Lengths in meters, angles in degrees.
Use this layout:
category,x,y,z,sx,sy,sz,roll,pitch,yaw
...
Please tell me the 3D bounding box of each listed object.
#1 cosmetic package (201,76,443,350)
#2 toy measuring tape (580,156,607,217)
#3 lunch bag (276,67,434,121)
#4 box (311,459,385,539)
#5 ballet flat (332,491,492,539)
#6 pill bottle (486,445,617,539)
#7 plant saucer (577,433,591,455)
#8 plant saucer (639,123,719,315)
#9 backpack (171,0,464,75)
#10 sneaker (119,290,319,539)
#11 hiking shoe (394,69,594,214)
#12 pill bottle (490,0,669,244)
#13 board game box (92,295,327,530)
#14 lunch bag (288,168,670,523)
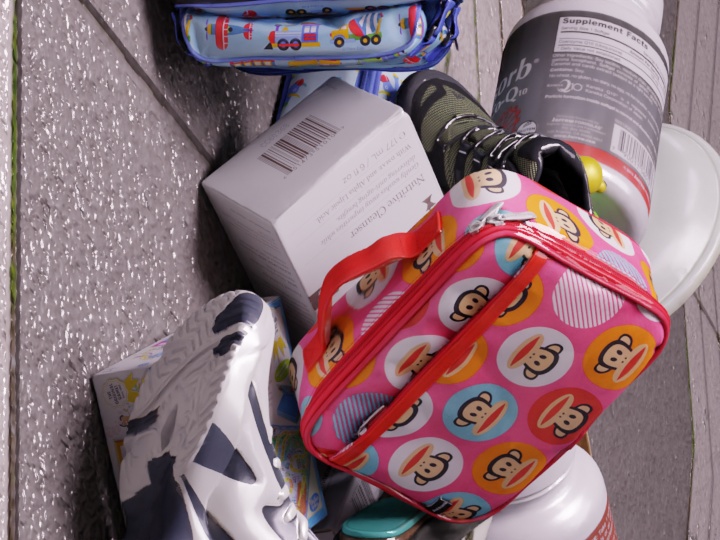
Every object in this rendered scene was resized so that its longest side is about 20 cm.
category,x,y,z,sx,sy,sz,roll,pitch,yaw
cosmetic package,0.000,0.000,1.641,0.113,0.081,0.201,-41,128,-17
toy measuring tape,0.099,0.013,1.748,0.201,0.073,0.074,-58,168,17
lunch bag,0.017,-0.053,1.779,0.161,0.082,0.201,-75,148,-42
box,0.015,0.198,1.720,0.156,0.041,0.201,-66,140,-55
ballet flat,0.037,0.156,1.662,0.200,0.068,0.069,-30,120,-57
pill bottle,0.115,0.182,1.820,0.112,0.111,0.201,-73,154,-50
plant saucer,0.137,0.105,2.020,0.200,0.035,0.202,169,-90,-88
plant saucer,0.157,-0.033,1.894,0.050,0.199,0.201,49,36,-39
backpack,-0.016,-0.184,1.625,0.200,0.181,0.136,-11,100,-81
sneaker,-0.053,0.120,1.402,0.129,0.079,0.201,23,72,-35
hiking shoe,0.095,-0.059,1.654,0.075,0.101,0.200,-16,61,-37
pill bottle,0.146,-0.109,1.841,0.116,0.115,0.201,59,34,-45
board game box,-0.079,0.099,1.517,0.200,0.034,0.135,-28,108,-69
lunch bag,0.057,0.038,1.553,0.176,0.200,0.082,28,29,-28
